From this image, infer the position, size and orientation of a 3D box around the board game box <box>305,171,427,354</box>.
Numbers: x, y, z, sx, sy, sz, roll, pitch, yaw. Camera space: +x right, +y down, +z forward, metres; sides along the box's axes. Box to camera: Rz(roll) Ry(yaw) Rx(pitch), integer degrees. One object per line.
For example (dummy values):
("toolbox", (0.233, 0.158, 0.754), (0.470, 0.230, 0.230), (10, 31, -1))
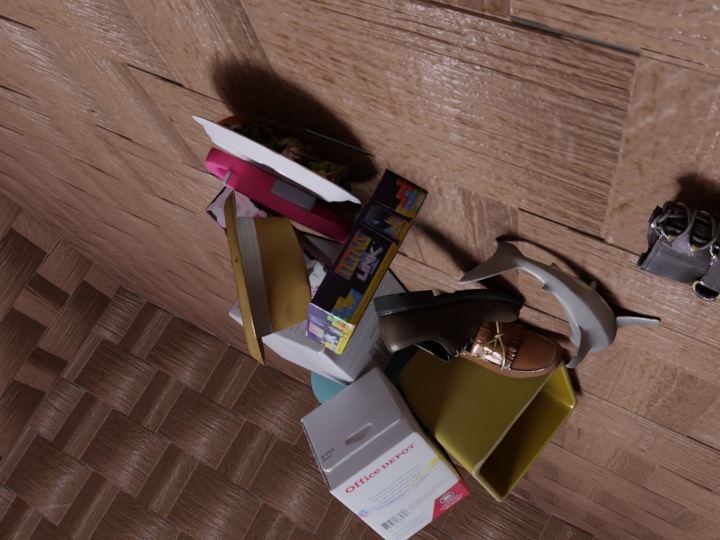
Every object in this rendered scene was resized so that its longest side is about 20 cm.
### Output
("board game box", (0.000, 0.000, 0.835), (0.057, 0.165, 0.200), (29, 164, 2))

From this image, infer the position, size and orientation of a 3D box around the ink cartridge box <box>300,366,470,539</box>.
("ink cartridge box", (0.036, 0.272, 1.068), (0.200, 0.145, 0.145), (54, -179, -40))

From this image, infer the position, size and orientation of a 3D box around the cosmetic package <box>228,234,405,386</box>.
("cosmetic package", (-0.054, 0.063, 1.128), (0.200, 0.167, 0.166), (17, 160, 37))

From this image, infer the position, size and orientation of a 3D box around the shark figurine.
("shark figurine", (0.212, 0.050, 0.756), (0.214, 0.090, 0.128), (37, 162, -31))

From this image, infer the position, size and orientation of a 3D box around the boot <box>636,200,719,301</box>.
("boot", (0.281, -0.001, 0.494), (0.174, 0.069, 0.200), (26, 166, 13))

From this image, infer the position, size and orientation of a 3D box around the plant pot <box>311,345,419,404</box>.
("plant pot", (0.040, 0.193, 1.241), (0.201, 0.201, 0.161), (42, 176, -38))

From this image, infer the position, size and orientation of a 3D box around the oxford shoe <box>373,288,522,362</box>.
("oxford shoe", (0.109, 0.065, 0.865), (0.200, 0.084, 0.073), (-4, 170, -25))

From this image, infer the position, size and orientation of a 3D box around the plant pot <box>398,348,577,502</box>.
("plant pot", (0.173, 0.188, 1.085), (0.200, 0.196, 0.194), (34, 169, 34))

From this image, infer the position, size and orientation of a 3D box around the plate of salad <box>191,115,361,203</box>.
("plate of salad", (-0.084, -0.126, 0.784), (0.200, 0.048, 0.200), (27, -179, 0))

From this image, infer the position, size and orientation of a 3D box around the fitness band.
("fitness band", (-0.102, -0.091, 0.905), (0.200, 0.037, 0.144), (28, -179, 2))

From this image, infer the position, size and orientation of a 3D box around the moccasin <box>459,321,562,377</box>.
("moccasin", (0.172, 0.089, 0.980), (0.201, 0.074, 0.078), (22, 167, 36))

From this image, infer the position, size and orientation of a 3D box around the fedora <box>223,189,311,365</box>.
("fedora", (-0.103, 0.004, 0.832), (0.082, 0.201, 0.201), (-10, 166, -8))

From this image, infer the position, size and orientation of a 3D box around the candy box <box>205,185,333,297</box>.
("candy box", (-0.103, -0.026, 0.994), (0.200, 0.061, 0.136), (41, -176, 32))
